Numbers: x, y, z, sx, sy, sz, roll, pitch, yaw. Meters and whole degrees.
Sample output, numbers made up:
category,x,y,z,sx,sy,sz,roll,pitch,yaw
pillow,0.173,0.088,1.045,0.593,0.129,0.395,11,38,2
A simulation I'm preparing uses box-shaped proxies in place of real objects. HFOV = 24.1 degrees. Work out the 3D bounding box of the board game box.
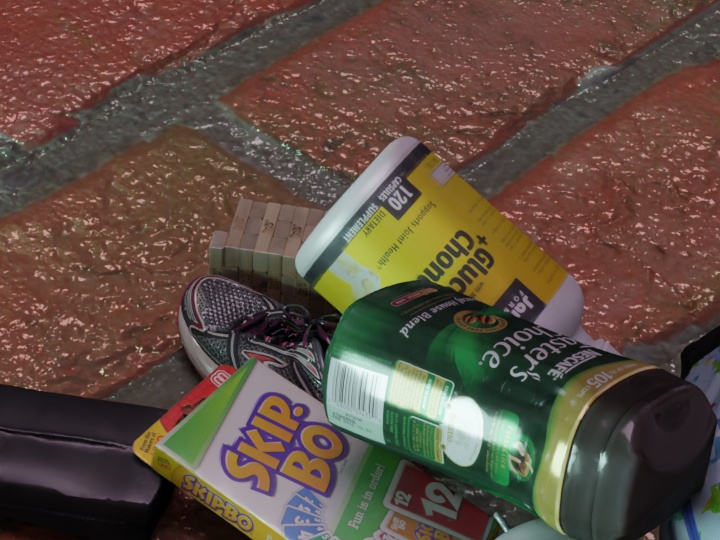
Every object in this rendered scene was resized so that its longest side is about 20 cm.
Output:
category,x,y,z,sx,sy,sz,roll,pitch,yaw
board game box,-0.027,0.124,0.967,0.199,0.030,0.096,30,45,19

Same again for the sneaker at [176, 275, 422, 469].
category,x,y,z,sx,sy,sz,roll,pitch,yaw
sneaker,-0.034,0.054,1.062,0.199,0.075,0.081,31,49,28

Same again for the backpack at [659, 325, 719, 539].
category,x,y,z,sx,sy,sz,roll,pitch,yaw
backpack,0.239,0.131,0.927,0.163,0.154,0.200,40,49,-4

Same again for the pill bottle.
category,x,y,z,sx,sy,sz,roll,pitch,yaw
pill bottle,0.065,0.021,1.040,0.200,0.112,0.112,41,49,1

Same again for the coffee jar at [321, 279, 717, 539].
category,x,y,z,sx,sy,sz,roll,pitch,yaw
coffee jar,0.084,0.074,0.900,0.199,0.086,0.104,21,23,34

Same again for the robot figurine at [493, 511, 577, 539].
category,x,y,z,sx,sy,sz,roll,pitch,yaw
robot figurine,0.109,0.210,0.870,0.169,0.113,0.201,26,37,-22

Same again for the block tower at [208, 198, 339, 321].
category,x,y,z,sx,sy,sz,roll,pitch,yaw
block tower,0.000,0.000,1.139,0.199,0.054,0.058,8,41,4

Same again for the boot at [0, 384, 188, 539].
category,x,y,z,sx,sy,sz,roll,pitch,yaw
boot,-0.200,0.079,1.028,0.199,0.066,0.166,7,51,9
